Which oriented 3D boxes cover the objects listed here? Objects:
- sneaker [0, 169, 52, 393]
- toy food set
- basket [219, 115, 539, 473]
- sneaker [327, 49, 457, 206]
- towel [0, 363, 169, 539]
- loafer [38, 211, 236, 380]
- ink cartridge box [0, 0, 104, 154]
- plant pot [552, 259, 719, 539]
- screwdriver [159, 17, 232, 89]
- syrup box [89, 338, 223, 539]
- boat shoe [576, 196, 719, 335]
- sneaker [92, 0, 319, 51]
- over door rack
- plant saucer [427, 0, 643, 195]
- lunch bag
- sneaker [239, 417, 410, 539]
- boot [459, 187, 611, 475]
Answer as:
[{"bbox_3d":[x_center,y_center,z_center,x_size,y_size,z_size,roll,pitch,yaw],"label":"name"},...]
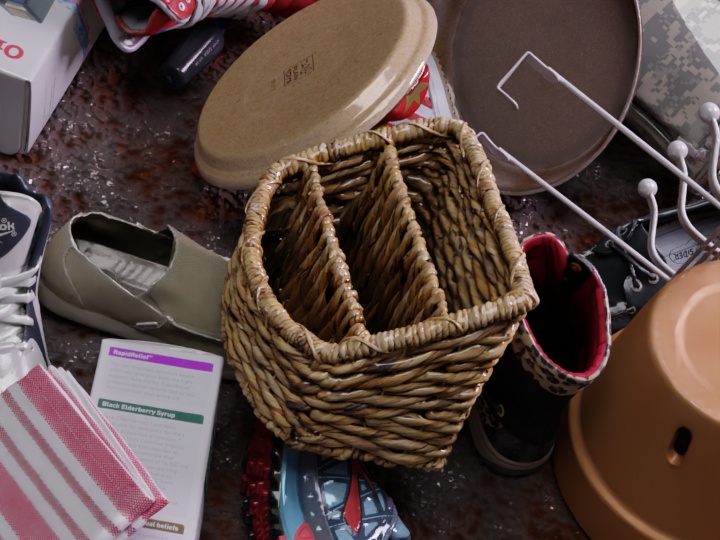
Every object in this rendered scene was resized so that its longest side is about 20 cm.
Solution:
[{"bbox_3d":[-0.232,0.011,1.470,0.079,0.130,0.199,-1,53,-10],"label":"sneaker"},{"bbox_3d":[-0.031,-0.119,1.591,0.198,0.049,0.200,-36,30,1],"label":"toy food set"},{"bbox_3d":[0.000,0.000,1.434,0.142,0.149,0.200,12,36,-21],"label":"basket"},{"bbox_3d":[0.007,-0.092,1.630,0.112,0.071,0.200,-7,56,-19],"label":"sneaker"},{"bbox_3d":[-0.219,0.157,1.360,0.200,0.030,0.146,-41,46,-5],"label":"towel"},{"bbox_3d":[-0.116,0.014,1.526,0.200,0.068,0.076,13,51,0],"label":"loafer"},{"bbox_3d":[-0.259,-0.195,1.653,0.145,0.088,0.200,21,54,5],"label":"ink cartridge box"},{"bbox_3d":[0.234,0.087,1.488,0.200,0.140,0.200,5,51,-7],"label":"plant pot"},{"bbox_3d":[-0.092,-0.199,1.725,0.029,0.028,0.200,43,50,-13],"label":"screwdriver"},{"bbox_3d":[-0.135,0.145,1.414,0.081,0.079,0.200,10,51,-1],"label":"syrup box"},{"bbox_3d":[0.198,-0.007,1.600,0.199,0.066,0.075,-15,57,-20],"label":"boat shoe"},{"bbox_3d":[-0.107,-0.192,1.640,0.200,0.071,0.113,23,60,-32],"label":"sneaker"},{"bbox_3d":[0.169,-0.068,1.501,0.200,0.148,0.067,28,68,0],"label":"over door rack"},{"bbox_3d":[0.121,-0.151,1.639,0.032,0.200,0.200,5,43,-49],"label":"plant saucer"},{"bbox_3d":[0.235,-0.158,1.681,0.168,0.139,0.200,-35,66,-27],"label":"lunch bag"},{"bbox_3d":[-0.019,0.154,1.446,0.095,0.079,0.200,9,56,-21],"label":"sneaker"},{"bbox_3d":[0.096,0.015,1.491,0.073,0.151,0.200,-6,68,-16],"label":"boot"}]
